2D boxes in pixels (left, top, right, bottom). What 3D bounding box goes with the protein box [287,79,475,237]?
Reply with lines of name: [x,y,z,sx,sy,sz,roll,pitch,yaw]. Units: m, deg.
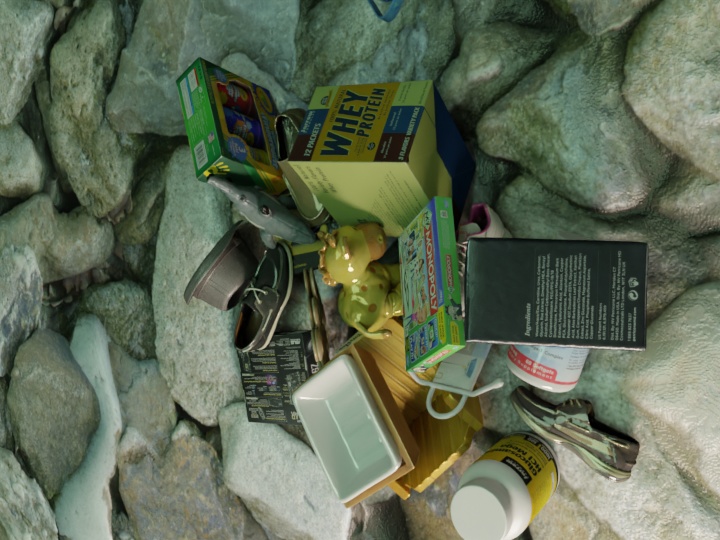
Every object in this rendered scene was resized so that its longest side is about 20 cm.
protein box: [0.037,-0.158,1.116,0.195,0.199,0.138,6,64,32]

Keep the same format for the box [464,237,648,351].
box: [0.221,0.023,0.902,0.194,0.197,0.121,1,91,8]

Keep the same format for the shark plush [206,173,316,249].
shark plush: [-0.156,-0.109,1.222,0.091,0.200,0.083,-48,32,-6]

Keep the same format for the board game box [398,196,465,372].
board game box: [0.093,0.022,1.030,0.135,0.028,0.206,131,140,-61]

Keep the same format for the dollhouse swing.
dollhouse swing: [0.057,0.206,1.180,0.173,0.184,0.201,30,121,-22]

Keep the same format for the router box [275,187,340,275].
router box: [-0.079,-0.084,1.310,0.196,0.052,0.162,-14,88,34]

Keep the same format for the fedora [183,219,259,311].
fedora: [-0.239,0.005,1.375,0.089,0.200,0.178,36,100,-5]

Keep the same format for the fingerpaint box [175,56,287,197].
fingerpaint box: [-0.211,-0.236,1.280,0.073,0.165,0.205,-31,62,30]

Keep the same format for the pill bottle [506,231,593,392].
pill bottle: [0.282,0.056,1.057,0.107,0.108,0.205,24,109,28]

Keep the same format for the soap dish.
soap dish: [-0.007,0.237,1.159,0.157,0.080,0.203,-39,70,32]

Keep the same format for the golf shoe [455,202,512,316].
golf shoe: [0.147,-0.012,1.086,0.074,0.202,0.093,3,137,42]

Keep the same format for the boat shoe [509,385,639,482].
boat shoe: [0.311,0.219,1.092,0.197,0.074,0.075,32,103,16]

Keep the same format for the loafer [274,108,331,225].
loafer: [-0.101,-0.170,1.244,0.075,0.067,0.205,-25,79,32]

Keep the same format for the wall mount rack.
wall mount rack: [0.159,0.111,1.070,0.171,0.075,0.203,5,57,41]

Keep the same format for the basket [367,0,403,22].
basket: [0.045,-0.486,1.108,0.178,0.136,0.202,-55,38,27]

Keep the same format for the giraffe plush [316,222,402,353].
giraffe plush: [0.000,0.000,1.146,0.170,0.199,0.165,-6,115,45]

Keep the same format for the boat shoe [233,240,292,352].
boat shoe: [-0.171,0.047,1.317,0.071,0.067,0.205,25,103,28]

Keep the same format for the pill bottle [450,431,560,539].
pill bottle: [0.208,0.315,1.088,0.110,0.198,0.116,5,100,31]

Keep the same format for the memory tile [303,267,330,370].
memory tile: [-0.067,0.096,1.245,0.016,0.201,0.157,-9,67,0]

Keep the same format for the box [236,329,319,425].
box: [-0.144,0.196,1.378,0.197,0.043,0.165,-9,92,44]
